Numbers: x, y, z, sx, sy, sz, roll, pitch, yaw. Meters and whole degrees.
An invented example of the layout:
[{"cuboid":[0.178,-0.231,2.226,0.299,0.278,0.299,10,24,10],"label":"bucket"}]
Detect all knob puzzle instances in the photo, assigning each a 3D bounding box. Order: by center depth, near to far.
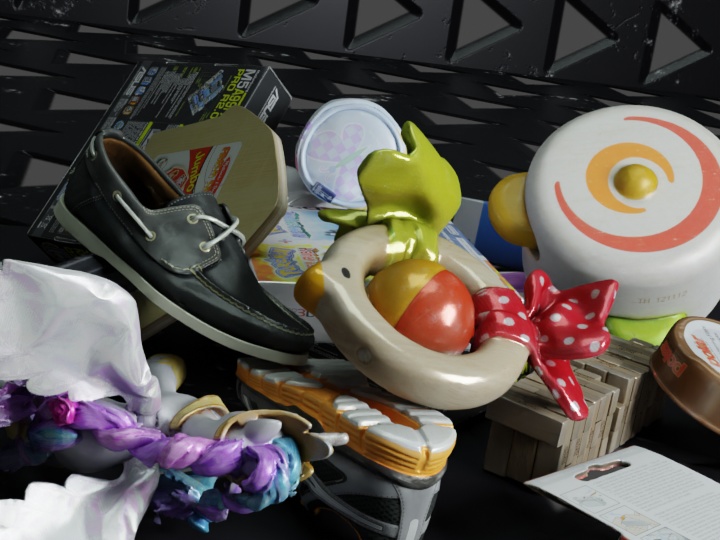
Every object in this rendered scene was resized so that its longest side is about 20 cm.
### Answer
[{"cuboid":[-0.117,-0.031,0.865,0.030,0.220,0.219,41,-5,-36],"label":"knob puzzle"}]

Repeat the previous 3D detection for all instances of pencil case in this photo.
[{"cuboid":[-0.003,-0.099,0.997,0.090,0.083,0.200,32,7,-5],"label":"pencil case"}]

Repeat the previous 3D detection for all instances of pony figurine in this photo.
[{"cuboid":[-0.128,0.079,0.605,0.192,0.168,0.200,2,1,-31],"label":"pony figurine"}]

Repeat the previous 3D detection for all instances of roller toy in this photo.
[{"cuboid":[0.228,-0.043,1.031,0.182,0.140,0.200,-41,62,-18],"label":"roller toy"}]

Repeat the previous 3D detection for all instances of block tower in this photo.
[{"cuboid":[0.151,0.093,0.820,0.054,0.058,0.200,18,17,31],"label":"block tower"}]

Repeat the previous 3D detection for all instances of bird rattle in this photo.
[{"cuboid":[0.047,0.026,0.700,0.200,0.113,0.163,47,41,9],"label":"bird rattle"}]

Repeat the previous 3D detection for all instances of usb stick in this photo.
[{"cuboid":[-0.175,0.010,0.747,0.055,0.033,0.200,-30,2,15],"label":"usb stick"}]

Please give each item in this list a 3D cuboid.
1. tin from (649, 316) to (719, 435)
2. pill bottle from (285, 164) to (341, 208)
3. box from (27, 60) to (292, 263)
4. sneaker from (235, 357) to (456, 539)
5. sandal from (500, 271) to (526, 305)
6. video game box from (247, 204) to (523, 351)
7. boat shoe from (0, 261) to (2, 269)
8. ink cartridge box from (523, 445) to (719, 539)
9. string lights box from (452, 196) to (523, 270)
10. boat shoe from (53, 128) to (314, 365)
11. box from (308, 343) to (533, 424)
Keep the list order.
[{"cuboid":[0.297,0.089,0.843,0.199,0.042,0.112,18,22,-16],"label":"tin"},{"cuboid":[-0.100,-0.045,1.058,0.112,0.113,0.199,-9,24,-44],"label":"pill bottle"},{"cuboid":[-0.170,-0.088,1.023,0.159,0.201,0.044,9,-29,35],"label":"box"},{"cuboid":[-0.021,0.098,0.692,0.078,0.078,0.200,0,12,-27],"label":"sneaker"},{"cuboid":[0.084,0.007,1.079,0.202,0.050,0.082,-3,20,-33],"label":"sandal"},{"cuboid":[0.000,0.000,0.866,0.181,0.047,0.200,2,18,-13],"label":"video game box"},{"cuboid":[-0.283,0.024,0.824,0.199,0.072,0.066,-8,26,-20],"label":"boat shoe"},{"cuboid":[0.188,0.160,0.626,0.109,0.051,0.199,-7,22,-41],"label":"ink cartridge box"},{"cuboid":[0.192,-0.022,1.171,0.199,0.059,0.103,13,2,15],"label":"string lights box"},{"cuboid":[-0.103,-0.013,0.730,0.200,0.068,0.072,37,14,22],"label":"boat shoe"},{"cuboid":[0.021,0.048,0.896,0.199,0.045,0.160,20,20,35],"label":"box"}]
